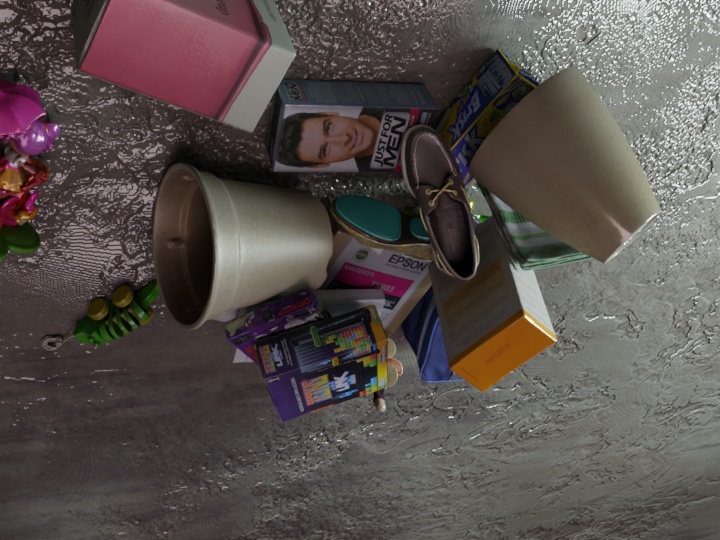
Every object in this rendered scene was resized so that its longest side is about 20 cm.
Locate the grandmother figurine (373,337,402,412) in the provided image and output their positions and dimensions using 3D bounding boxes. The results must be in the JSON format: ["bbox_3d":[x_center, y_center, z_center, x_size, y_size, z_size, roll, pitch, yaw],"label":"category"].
[{"bbox_3d":[0.030,0.162,1.420,0.060,0.123,0.200,5,169,-1],"label":"grandmother figurine"}]

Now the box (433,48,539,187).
[{"bbox_3d":[0.146,-0.183,1.181,0.070,0.065,0.200,22,122,-36],"label":"box"}]

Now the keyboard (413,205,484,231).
[{"bbox_3d":[0.152,-0.044,1.250,0.056,0.011,0.200,-38,127,16],"label":"keyboard"}]

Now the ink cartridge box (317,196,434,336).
[{"bbox_3d":[0.000,0.000,1.296,0.198,0.076,0.165,15,128,-31],"label":"ink cartridge box"}]

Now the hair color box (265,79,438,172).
[{"bbox_3d":[-0.012,-0.178,1.125,0.198,0.061,0.100,-2,133,-19],"label":"hair color box"}]

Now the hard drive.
[{"bbox_3d":[-0.075,0.079,1.271,0.198,0.027,0.133,-1,136,-21],"label":"hard drive"}]

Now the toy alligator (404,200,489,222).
[{"bbox_3d":[0.145,-0.071,1.294,0.198,0.054,0.060,7,95,-23],"label":"toy alligator"}]

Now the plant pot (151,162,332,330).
[{"bbox_3d":[-0.143,-0.034,1.142,0.182,0.201,0.202,-4,136,-34],"label":"plant pot"}]

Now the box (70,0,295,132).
[{"bbox_3d":[-0.186,-0.248,0.939,0.198,0.128,0.109,15,125,-33],"label":"box"}]

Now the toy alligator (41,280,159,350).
[{"bbox_3d":[-0.354,0.079,1.247,0.199,0.055,0.059,-28,136,7],"label":"toy alligator"}]

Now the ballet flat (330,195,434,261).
[{"bbox_3d":[0.051,-0.046,1.191,0.198,0.071,0.071,11,130,-11],"label":"ballet flat"}]

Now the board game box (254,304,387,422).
[{"bbox_3d":[-0.047,0.130,1.215,0.164,0.057,0.200,-19,156,-6],"label":"board game box"}]

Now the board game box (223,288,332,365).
[{"bbox_3d":[-0.091,0.089,1.198,0.119,0.033,0.200,-19,156,7],"label":"board game box"}]

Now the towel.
[{"bbox_3d":[0.245,-0.091,1.211,0.151,0.201,0.024,-11,142,-11],"label":"towel"}]

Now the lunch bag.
[{"bbox_3d":[0.152,0.075,1.387,0.134,0.133,0.201,-6,135,-16],"label":"lunch bag"}]

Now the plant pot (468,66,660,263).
[{"bbox_3d":[0.269,-0.114,1.120,0.187,0.200,0.188,-38,165,-12],"label":"plant pot"}]

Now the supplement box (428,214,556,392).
[{"bbox_3d":[0.169,0.041,1.189,0.073,0.201,0.126,34,121,-30],"label":"supplement box"}]

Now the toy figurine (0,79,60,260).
[{"bbox_3d":[-0.399,-0.119,1.000,0.185,0.150,0.199,-52,152,16],"label":"toy figurine"}]

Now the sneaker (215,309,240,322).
[{"bbox_3d":[-0.174,0.051,1.293,0.088,0.076,0.199,-23,145,33],"label":"sneaker"}]

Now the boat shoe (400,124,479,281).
[{"bbox_3d":[0.103,-0.082,1.122,0.071,0.060,0.202,-18,107,-6],"label":"boat shoe"}]
